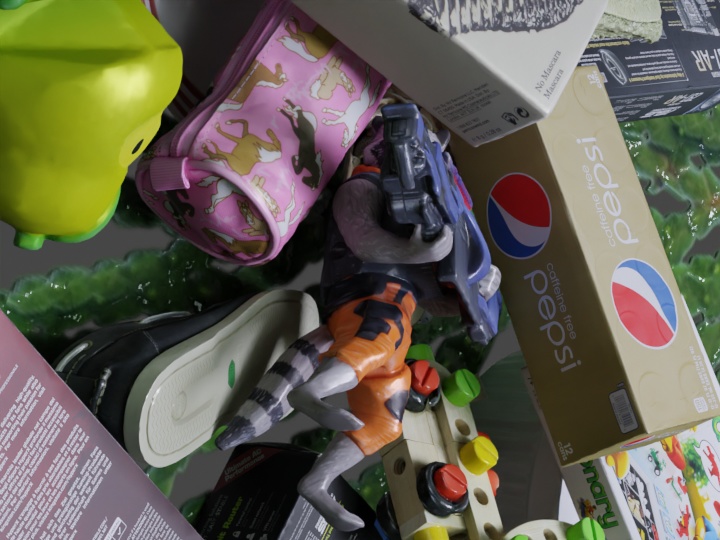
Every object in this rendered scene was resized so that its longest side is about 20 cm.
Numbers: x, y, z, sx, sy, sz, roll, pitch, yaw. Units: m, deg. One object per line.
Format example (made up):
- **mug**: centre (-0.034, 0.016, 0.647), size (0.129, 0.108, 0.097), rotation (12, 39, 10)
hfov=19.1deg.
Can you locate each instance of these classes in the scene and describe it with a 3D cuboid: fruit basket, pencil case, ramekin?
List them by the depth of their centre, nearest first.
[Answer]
- **fruit basket**: centre (-0.107, -0.117, 0.840), size (0.216, 0.155, 0.216), rotation (-21, 90, -83)
- **pencil case**: centre (-0.031, -0.096, 1.055), size (0.086, 0.083, 0.200), rotation (33, 64, -7)
- **ramekin**: centre (0.131, 0.137, 1.287), size (0.200, 0.105, 0.201), rotation (-6, 97, -49)

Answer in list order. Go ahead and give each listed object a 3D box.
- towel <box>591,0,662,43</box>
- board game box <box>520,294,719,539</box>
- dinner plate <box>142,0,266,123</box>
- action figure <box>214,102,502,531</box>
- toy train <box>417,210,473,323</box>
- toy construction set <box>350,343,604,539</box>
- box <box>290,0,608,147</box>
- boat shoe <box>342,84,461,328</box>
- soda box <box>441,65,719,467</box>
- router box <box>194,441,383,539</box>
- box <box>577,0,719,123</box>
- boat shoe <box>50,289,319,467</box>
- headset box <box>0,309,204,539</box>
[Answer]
- **towel**: centre (0.097, -0.192, 1.156), size (0.200, 0.036, 0.149), rotation (-7, 72, -57)
- **board game box**: centre (0.171, 0.125, 1.188), size (0.126, 0.035, 0.200), rotation (-22, 90, -47)
- **dinner plate**: centre (-0.054, -0.154, 1.102), size (0.200, 0.024, 0.201), rotation (-4, 96, -50)
- **action figure**: centre (0.000, 0.000, 1.030), size (0.200, 0.104, 0.194), rotation (68, 34, -52)
- **toy train**: centre (0.057, -0.046, 1.220), size (0.042, 0.056, 0.200), rotation (52, 54, -39)
- **toy construction set**: centre (0.060, 0.113, 1.140), size (0.131, 0.200, 0.092), rotation (15, 124, -39)
- **box**: centre (0.014, -0.151, 0.995), size (0.200, 0.068, 0.082), rotation (36, 65, -19)
- **boat shoe**: centre (0.026, -0.064, 1.155), size (0.065, 0.072, 0.200), rotation (60, 45, -67)
- **soda box**: centre (0.115, -0.005, 1.118), size (0.068, 0.064, 0.200), rotation (-8, 76, -44)
- **router box**: centre (-0.045, 0.212, 1.114), size (0.150, 0.062, 0.200), rotation (50, 56, -39)
- **box**: centre (0.139, -0.168, 1.267), size (0.200, 0.043, 0.161), rotation (-12, 76, -50)
- **boat shoe**: centre (-0.080, 0.044, 1.055), size (0.200, 0.067, 0.072), rotation (-18, 115, -62)
- **headset box**: centre (-0.173, 0.085, 0.882), size (0.200, 0.149, 0.077), rotation (54, 53, -39)
